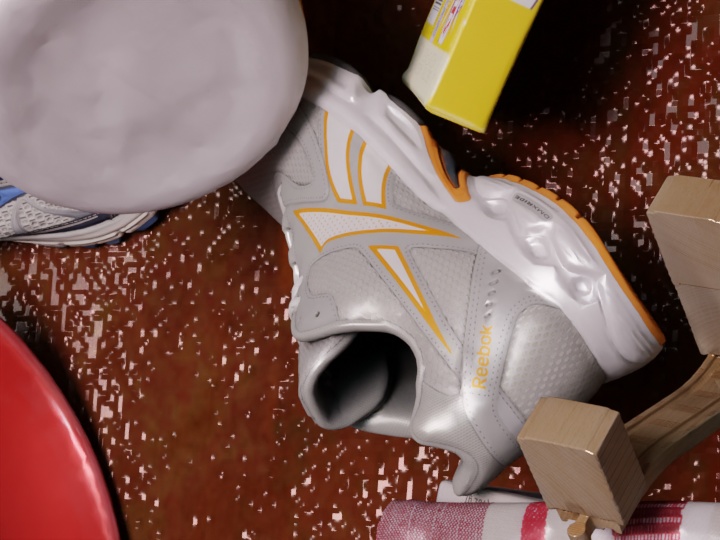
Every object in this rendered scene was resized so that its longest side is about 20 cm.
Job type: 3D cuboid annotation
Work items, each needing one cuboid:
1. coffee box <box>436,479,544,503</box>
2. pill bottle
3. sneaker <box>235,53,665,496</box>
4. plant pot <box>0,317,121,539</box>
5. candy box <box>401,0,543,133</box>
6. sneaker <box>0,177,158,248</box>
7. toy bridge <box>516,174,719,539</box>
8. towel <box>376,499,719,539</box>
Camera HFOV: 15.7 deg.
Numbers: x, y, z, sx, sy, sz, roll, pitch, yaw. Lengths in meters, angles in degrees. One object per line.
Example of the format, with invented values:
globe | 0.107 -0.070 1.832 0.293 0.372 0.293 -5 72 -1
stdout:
coffee box | 0.068 0.173 0.776 0.113 0.080 0.201 10 87 32
pill bottle | -0.085 -0.123 0.869 0.116 0.116 0.200 -37 39 22
sneaker | 0.000 0.000 0.817 0.092 0.076 0.200 -43 39 -12
plant pot | -0.210 0.116 0.910 0.177 0.200 0.201 -32 66 35
candy box | 0.066 -0.143 0.824 0.026 0.102 0.201 23 97 -9
sneaker | -0.144 -0.042 0.943 0.199 0.085 0.077 -20 72 28
toy bridge | 0.106 0.002 0.756 0.027 0.067 0.200 10 52 35
towel | 0.089 0.135 0.708 0.199 0.023 0.145 -3 78 31
